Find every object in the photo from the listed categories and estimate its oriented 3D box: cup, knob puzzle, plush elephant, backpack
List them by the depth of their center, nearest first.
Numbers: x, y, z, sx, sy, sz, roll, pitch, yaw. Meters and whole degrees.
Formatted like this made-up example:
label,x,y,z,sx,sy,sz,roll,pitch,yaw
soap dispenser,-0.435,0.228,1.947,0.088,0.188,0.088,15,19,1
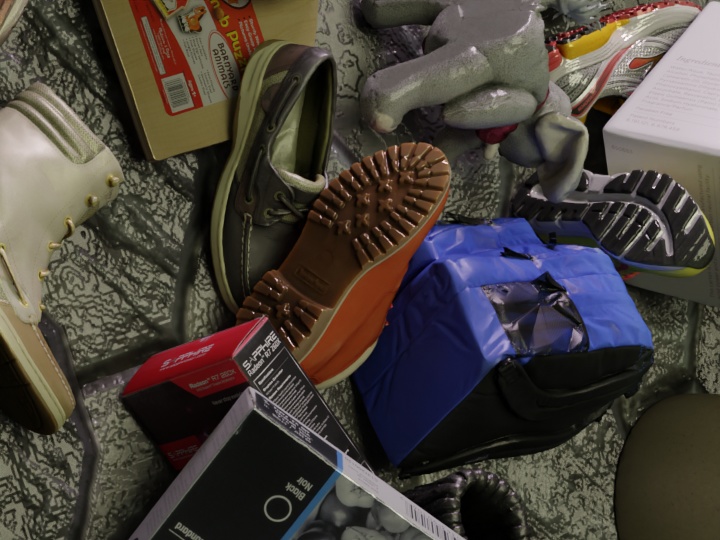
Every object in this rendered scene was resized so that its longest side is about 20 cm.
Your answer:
label,x,y,z,sx,sy,sz,roll,pitch,yaw
knob puzzle,-0.110,-0.186,1.481,0.219,0.030,0.221,10,74,-38
backpack,0.113,0.046,1.523,0.199,0.162,0.169,-1,61,-37
plush elephant,0.101,-0.137,1.571,0.165,0.199,0.155,-100,177,-48
cup,0.330,0.192,1.674,0.200,0.143,0.202,11,73,-37

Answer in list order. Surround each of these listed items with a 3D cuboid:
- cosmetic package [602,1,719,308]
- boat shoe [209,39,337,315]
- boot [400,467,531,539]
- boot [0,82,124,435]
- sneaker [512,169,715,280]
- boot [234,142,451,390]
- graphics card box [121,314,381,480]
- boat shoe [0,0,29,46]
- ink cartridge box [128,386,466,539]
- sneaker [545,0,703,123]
label,x,y,z,sx,sy,sz,roll,pitch,yaw
cosmetic package,0.325,-0.092,1.687,0.200,0.166,0.168,-48,139,-35
boat shoe,-0.056,-0.063,1.448,0.072,0.066,0.202,7,91,-42
boot,0.083,0.234,1.455,0.211,0.157,0.080,50,54,-19
boot,-0.210,-0.009,1.334,0.155,0.072,0.201,-38,102,-38
sneaker,0.213,-0.028,1.607,0.078,0.200,0.090,-50,126,-12
boot,0.000,0.000,1.452,0.200,0.075,0.107,-49,148,0
graphics card box,-0.060,0.135,1.385,0.200,0.125,0.051,55,45,-16
boat shoe,-0.252,-0.226,1.356,0.072,0.076,0.201,23,57,-29
ink cartridge box,-0.053,0.211,1.328,0.198,0.043,0.200,36,102,-13
sneaker,0.217,-0.175,1.723,0.199,0.078,0.083,-25,102,-32
